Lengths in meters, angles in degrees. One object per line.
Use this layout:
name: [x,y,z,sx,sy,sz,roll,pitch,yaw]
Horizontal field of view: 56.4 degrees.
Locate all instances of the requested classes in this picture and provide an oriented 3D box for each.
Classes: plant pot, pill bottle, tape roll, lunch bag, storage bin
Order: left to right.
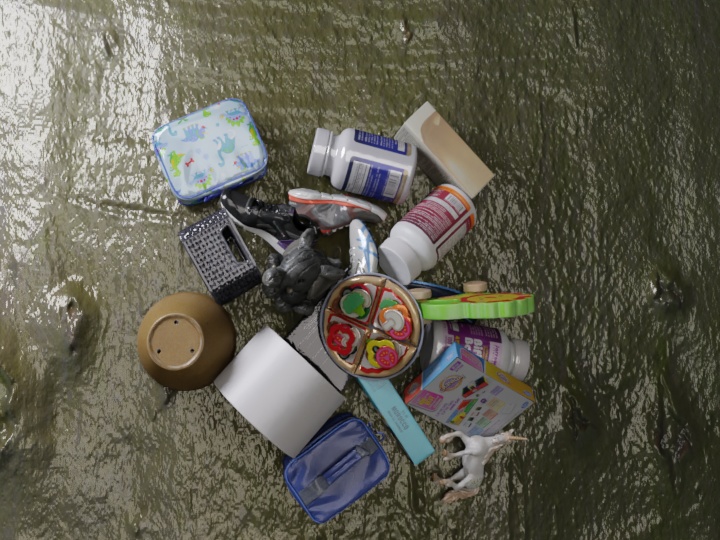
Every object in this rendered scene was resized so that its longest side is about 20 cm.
plant pot: [-0.317,0.125,1.188,0.184,0.200,0.189,1,84,-8]
lunch bag: [-0.285,-0.221,1.285,0.198,0.082,0.162,-25,88,-11]
storage bin: [-0.249,-0.020,1.210,0.093,0.200,0.136,-30,90,-11]
tape roll: [-0.145,0.216,1.206,0.203,0.203,0.139,44,79,-3]
lunch bag: [-0.040,0.359,1.243,0.199,0.132,0.136,-36,92,-10]
pill bottle: [0.002,-0.210,1.312,0.198,0.120,0.121,14,82,-8]
pill bottle: [0.127,-0.070,1.304,0.200,0.110,0.110,-42,92,-24]
pill bottle: [0.224,0.163,1.316,0.197,0.112,0.114,9,83,-8]

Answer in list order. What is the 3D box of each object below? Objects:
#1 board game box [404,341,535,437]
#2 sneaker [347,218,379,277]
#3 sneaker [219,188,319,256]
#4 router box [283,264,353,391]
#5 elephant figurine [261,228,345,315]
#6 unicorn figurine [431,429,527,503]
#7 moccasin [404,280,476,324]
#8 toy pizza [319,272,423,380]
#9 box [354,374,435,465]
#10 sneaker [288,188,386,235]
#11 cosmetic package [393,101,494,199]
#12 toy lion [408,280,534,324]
board game box: [0.206,0.237,1.275,0.199,0.041,0.153,31,119,-21]
sneaker: [0.000,0.000,1.266,0.072,0.072,0.203,-7,80,-14]
sneaker: [-0.167,-0.106,1.271,0.199,0.076,0.087,34,125,-20]
router box: [-0.031,0.111,1.305,0.149,0.051,0.200,43,76,-3]
elephant figurine: [-0.098,0.001,1.188,0.140,0.200,0.157,18,68,-9]
unicorn figurine: [0.217,0.363,1.299,0.136,0.074,0.202,3,126,-13]
moccasin: [0.148,0.065,1.330,0.198,0.080,0.069,14,83,-7]
toy pizza: [0.016,0.105,1.217,0.198,0.032,0.203,3,100,17]
box: [0.062,0.272,1.295,0.049,0.082,0.201,-33,90,-9]
sneaker: [-0.049,-0.108,1.329,0.197,0.077,0.083,10,102,-3]
cosmetic package: [0.166,-0.230,1.350,0.071,0.105,0.200,-44,94,-11]
toy lion: [0.205,0.064,1.218,0.198,0.191,0.070,-6,95,-20]
